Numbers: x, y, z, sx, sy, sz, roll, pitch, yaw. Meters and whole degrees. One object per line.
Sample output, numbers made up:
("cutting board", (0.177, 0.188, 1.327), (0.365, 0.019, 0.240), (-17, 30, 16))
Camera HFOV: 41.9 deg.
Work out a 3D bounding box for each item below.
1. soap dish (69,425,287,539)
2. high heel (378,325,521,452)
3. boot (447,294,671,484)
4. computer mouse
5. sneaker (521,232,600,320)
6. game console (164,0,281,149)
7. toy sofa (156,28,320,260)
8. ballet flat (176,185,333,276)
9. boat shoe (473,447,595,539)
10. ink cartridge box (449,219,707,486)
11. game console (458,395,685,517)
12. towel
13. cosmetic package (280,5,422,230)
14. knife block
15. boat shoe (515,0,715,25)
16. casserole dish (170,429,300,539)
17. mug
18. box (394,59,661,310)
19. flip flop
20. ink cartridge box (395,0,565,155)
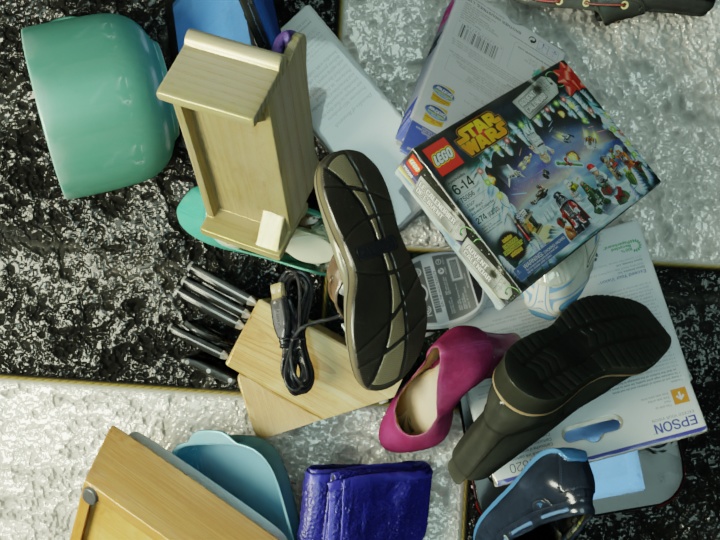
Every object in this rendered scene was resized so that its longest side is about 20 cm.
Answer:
("soap dish", (-0.173, 0.258, 0.847), (0.198, 0.081, 0.159), (30, 121, 13))
("high heel", (0.051, 0.111, 0.823), (0.200, 0.095, 0.068), (-39, 59, 44))
("boot", (0.163, 0.101, 0.800), (0.198, 0.139, 0.078), (-12, 53, -35))
("computer mouse", (0.019, 0.038, 0.844), (0.197, 0.044, 0.111), (-12, 71, -3))
("sneaker", (0.184, -0.043, 0.842), (0.071, 0.073, 0.201), (19, 54, 14))
("game console", (-0.136, -0.240, 0.803), (0.116, 0.171, 0.202), (-16, 59, 4))
("toy sofa", (-0.092, -0.107, 0.769), (0.082, 0.201, 0.099), (17, 62, 12))
("ballet flat", (-0.084, -0.041, 0.883), (0.197, 0.070, 0.068), (15, 97, 4))
("boat shoe", (0.144, 0.232, 0.817), (0.083, 0.202, 0.069), (0, 47, -10))
("ink cartridge box", (0.187, 0.075, 0.857), (0.196, 0.041, 0.203), (-14, 72, 4))
("game console", (0.195, 0.143, 0.887), (0.197, 0.031, 0.180), (-10, 90, 3))
("towel", (0.005, 0.276, 0.854), (0.146, 0.049, 0.204), (5, 92, -38))
("cosmetic package", (-0.005, -0.133, 0.863), (0.071, 0.101, 0.201), (-40, 89, 2))
("knife block", (-0.074, 0.059, 0.886), (0.197, 0.064, 0.178), (-17, 90, 4))
("boat shoe", (0.233, -0.264, 0.869), (0.198, 0.074, 0.064), (9, 127, -6))
("casserole dish", (-0.106, 0.230, 0.871), (0.119, 0.039, 0.203), (-5, 108, 28))
("mug", (-0.233, -0.167, 0.852), (0.113, 0.152, 0.188), (-14, 84, -13))
("box", (0.141, -0.076, 0.765), (0.199, 0.040, 0.138), (-34, 82, -33))
("flip flop", (0.000, 0.000, 0.799), (0.080, 0.057, 0.203), (-15, 89, -31))
("ink cartridge box", (0.105, -0.145, 0.827), (0.118, 0.042, 0.202), (28, 57, -11))
